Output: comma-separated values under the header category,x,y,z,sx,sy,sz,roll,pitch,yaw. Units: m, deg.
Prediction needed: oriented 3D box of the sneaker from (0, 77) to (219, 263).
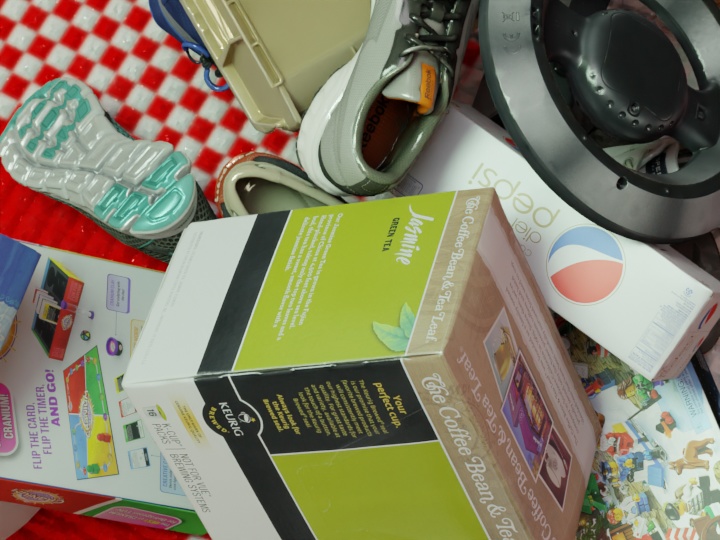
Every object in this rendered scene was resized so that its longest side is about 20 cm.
category,x,y,z,sx,sy,sz,roll,pitch,yaw
sneaker,-0.152,-0.051,1.717,0.078,0.091,0.200,-48,44,-5

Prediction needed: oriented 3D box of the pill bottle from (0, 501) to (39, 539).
category,x,y,z,sx,sy,sz,roll,pitch,yaw
pill bottle,-0.273,0.076,1.675,0.111,0.111,0.200,-42,71,-7

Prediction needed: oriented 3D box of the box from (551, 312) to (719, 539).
category,x,y,z,sx,sy,sz,roll,pitch,yaw
box,0.153,0.116,1.613,0.137,0.038,0.200,-28,69,18

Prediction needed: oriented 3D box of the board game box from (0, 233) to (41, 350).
category,x,y,z,sx,sy,sz,roll,pitch,yaw
board game box,-0.297,0.051,1.574,0.200,0.043,0.199,20,84,39

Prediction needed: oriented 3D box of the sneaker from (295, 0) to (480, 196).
category,x,y,z,sx,sy,sz,roll,pitch,yaw
sneaker,0.034,-0.130,1.533,0.074,0.079,0.200,21,92,-25

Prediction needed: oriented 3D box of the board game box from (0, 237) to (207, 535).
category,x,y,z,sx,sy,sz,roll,pitch,yaw
board game box,-0.169,0.066,1.633,0.200,0.040,0.153,14,64,-29

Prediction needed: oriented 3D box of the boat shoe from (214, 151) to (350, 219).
category,x,y,z,sx,sy,sz,roll,pitch,yaw
boat shoe,0.000,0.000,1.606,0.200,0.063,0.071,37,89,-8

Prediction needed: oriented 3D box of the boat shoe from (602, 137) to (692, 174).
category,x,y,z,sx,sy,sz,roll,pitch,yaw
boat shoe,0.177,-0.052,1.632,0.200,0.067,0.074,-16,73,-6

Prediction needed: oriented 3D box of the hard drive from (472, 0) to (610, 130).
category,x,y,z,sx,sy,sz,roll,pitch,yaw
hard drive,0.126,-0.179,1.689,0.033,0.140,0.200,23,75,-10

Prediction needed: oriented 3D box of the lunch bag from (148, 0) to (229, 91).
category,x,y,z,sx,sy,sz,roll,pitch,yaw
lunch bag,-0.041,-0.198,1.722,0.136,0.132,0.200,35,80,-6

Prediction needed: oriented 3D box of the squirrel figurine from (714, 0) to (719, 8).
category,x,y,z,sx,sy,sz,roll,pitch,yaw
squirrel figurine,0.256,-0.236,1.683,0.141,0.187,0.200,32,107,17

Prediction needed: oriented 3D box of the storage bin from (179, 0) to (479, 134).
category,x,y,z,sx,sy,sz,roll,pitch,yaw
storage bin,-0.012,-0.209,1.614,0.200,0.094,0.199,-30,92,-13

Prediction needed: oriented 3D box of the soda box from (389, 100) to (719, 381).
category,x,y,z,sx,sy,sz,roll,pitch,yaw
soda box,0.112,-0.019,1.580,0.200,0.068,0.064,37,101,16

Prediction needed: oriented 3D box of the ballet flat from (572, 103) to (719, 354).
category,x,y,z,sx,sy,sz,roll,pitch,yaw
ballet flat,0.167,-0.036,1.687,0.067,0.046,0.200,-22,74,-7

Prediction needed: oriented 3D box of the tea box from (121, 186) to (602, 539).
category,x,y,z,sx,sy,sz,roll,pitch,yaw
tea box,0.006,0.077,1.539,0.197,0.200,0.134,-5,42,25

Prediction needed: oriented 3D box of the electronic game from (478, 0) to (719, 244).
category,x,y,z,sx,sy,sz,roll,pitch,yaw
electronic game,0.149,-0.109,1.558,0.200,0.042,0.200,16,60,-31
